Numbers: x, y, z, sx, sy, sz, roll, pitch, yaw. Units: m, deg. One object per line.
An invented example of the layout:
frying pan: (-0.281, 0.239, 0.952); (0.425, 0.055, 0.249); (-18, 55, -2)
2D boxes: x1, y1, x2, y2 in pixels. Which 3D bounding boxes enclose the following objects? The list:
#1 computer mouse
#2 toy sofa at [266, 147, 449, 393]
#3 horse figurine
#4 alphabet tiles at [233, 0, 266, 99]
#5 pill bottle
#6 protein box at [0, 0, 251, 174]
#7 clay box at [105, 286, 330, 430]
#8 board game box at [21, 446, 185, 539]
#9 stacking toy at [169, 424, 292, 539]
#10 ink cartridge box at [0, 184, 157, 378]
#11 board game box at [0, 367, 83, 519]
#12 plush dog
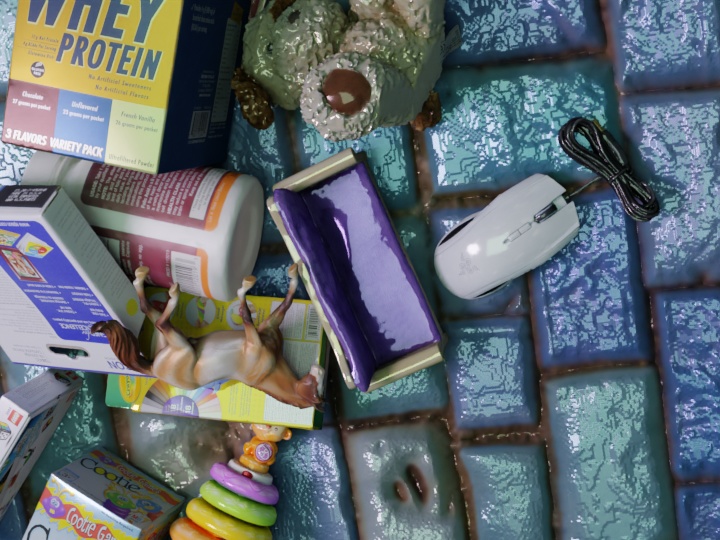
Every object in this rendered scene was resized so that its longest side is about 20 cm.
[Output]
computer mouse: (0.151, -0.040, 1.077); (0.199, 0.044, 0.110); (-36, 92, 13)
toy sofa: (0.000, 0.000, 1.084); (0.082, 0.098, 0.202); (-23, 93, 13)
horse figurine: (-0.126, 0.060, 1.055); (0.197, 0.050, 0.134); (-2, 122, -6)
alphabet tiles: (-0.189, -0.235, 1.130); (0.198, 0.008, 0.169); (20, 101, 7)
pill bottle: (-0.195, -0.047, 1.103); (0.198, 0.114, 0.116); (13, 100, 9)
protein box: (-0.184, -0.197, 1.029); (0.133, 0.199, 0.202); (12, 100, 8)
clay box: (-0.129, 0.079, 1.132); (0.197, 0.048, 0.116); (5, 83, 11)
board game box: (-0.265, 0.288, 1.167); (0.104, 0.103, 0.202); (28, 102, 11)
stacking toy: (-0.114, 0.218, 1.147); (0.115, 0.110, 0.202); (24, 87, 7)
ink cartridge box: (-0.287, 0.009, 1.094); (0.196, 0.047, 0.201); (3, 139, 33)
board game box: (-0.342, 0.189, 1.159); (0.034, 0.126, 0.201); (34, 102, 3)
plush dog: (-0.021, -0.187, 1.058); (0.170, 0.161, 0.202); (17, 73, 21)
